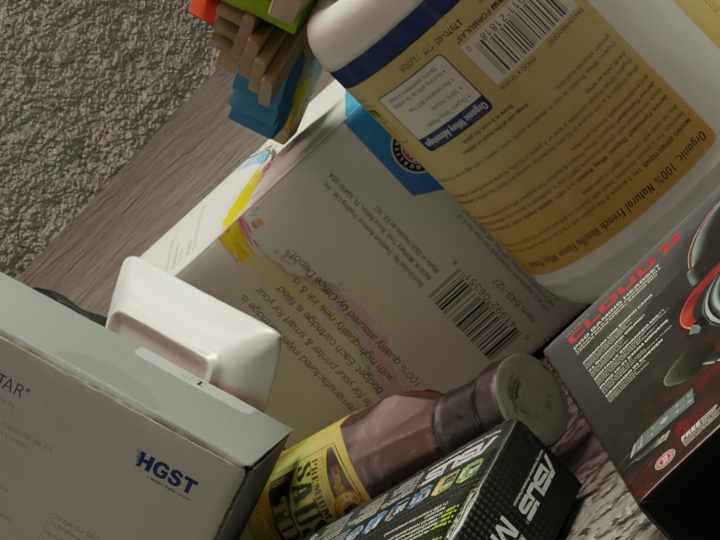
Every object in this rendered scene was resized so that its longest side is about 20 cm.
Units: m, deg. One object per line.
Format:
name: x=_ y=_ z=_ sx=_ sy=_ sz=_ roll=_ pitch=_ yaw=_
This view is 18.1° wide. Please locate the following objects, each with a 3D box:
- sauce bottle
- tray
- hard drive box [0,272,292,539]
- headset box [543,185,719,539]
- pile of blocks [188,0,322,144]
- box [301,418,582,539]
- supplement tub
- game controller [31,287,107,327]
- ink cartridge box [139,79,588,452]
sauce bottle: x=0.008 y=0.089 z=0.973 sx=0.200 sy=0.066 sz=0.066 roll=-36 pitch=14 yaw=45
tray: x=-0.103 y=0.103 z=1.026 sx=0.107 sy=0.022 sz=0.200 roll=26 pitch=106 yaw=39
hard drive box: x=-0.145 y=0.125 z=0.970 sx=0.200 sy=0.156 sz=0.077 roll=-63 pitch=-7 yaw=13
headset box: x=0.145 y=0.020 z=0.721 sx=0.149 sy=0.075 sz=0.200 roll=-43 pitch=11 yaw=6
pile of blocks: x=-0.050 y=-0.112 z=0.990 sx=0.082 sy=0.062 sz=0.200 roll=-61 pitch=-5 yaw=-26
box: x=-0.023 y=0.164 z=0.866 sx=0.200 sy=0.048 sz=0.193 roll=-35 pitch=16 yaw=40
supplement tub: x=0.092 y=-0.078 z=0.935 sx=0.144 sy=0.200 sz=0.144 roll=-43 pitch=11 yaw=11
game controller: x=-0.146 y=0.110 z=1.135 sx=0.042 sy=0.200 sz=0.104 roll=-13 pitch=22 yaw=-39
ink cartridge box: x=0.000 y=0.000 z=1.115 sx=0.200 sy=0.147 sz=0.145 roll=-41 pitch=11 yaw=11
